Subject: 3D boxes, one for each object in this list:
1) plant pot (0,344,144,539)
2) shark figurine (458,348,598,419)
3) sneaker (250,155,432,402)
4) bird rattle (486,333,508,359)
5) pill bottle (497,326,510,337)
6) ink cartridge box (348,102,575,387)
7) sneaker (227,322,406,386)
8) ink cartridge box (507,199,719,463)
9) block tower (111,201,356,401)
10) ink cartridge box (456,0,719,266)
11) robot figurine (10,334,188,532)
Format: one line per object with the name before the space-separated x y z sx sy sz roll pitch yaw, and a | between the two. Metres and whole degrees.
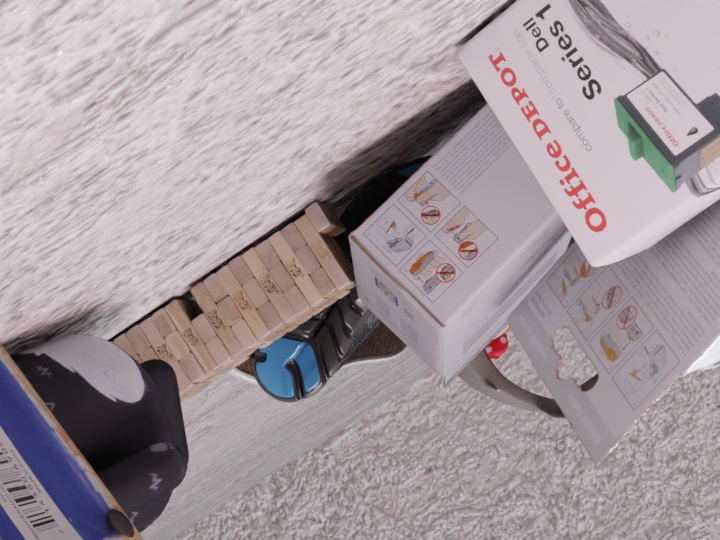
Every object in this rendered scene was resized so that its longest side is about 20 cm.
plant pot | -0.212 0.131 0.799 0.179 0.200 0.200 -40 171 10
shark figurine | 0.070 0.035 1.309 0.128 0.215 0.089 -33 163 15
sneaker | 0.000 0.000 1.273 0.200 0.073 0.082 -45 -179 3
bird rattle | 0.125 0.020 1.760 0.199 0.113 0.163 -30 -153 -18
pill bottle | 0.142 -0.021 1.614 0.199 0.113 0.112 -26 170 -43
ink cartridge box | 0.092 -0.037 1.183 0.200 0.084 0.176 -44 167 -10
sneaker | -0.055 0.043 1.375 0.084 0.073 0.199 12 -173 41
ink cartridge box | 0.186 0.002 1.073 0.201 0.057 0.163 -54 -151 16
block tower | -0.090 0.035 1.214 0.199 0.058 0.054 -35 173 7
ink cartridge box | 0.171 -0.115 0.989 0.200 0.147 0.084 -38 170 31
robot figurine | -0.181 0.110 1.041 0.200 0.125 0.150 -24 161 -52
